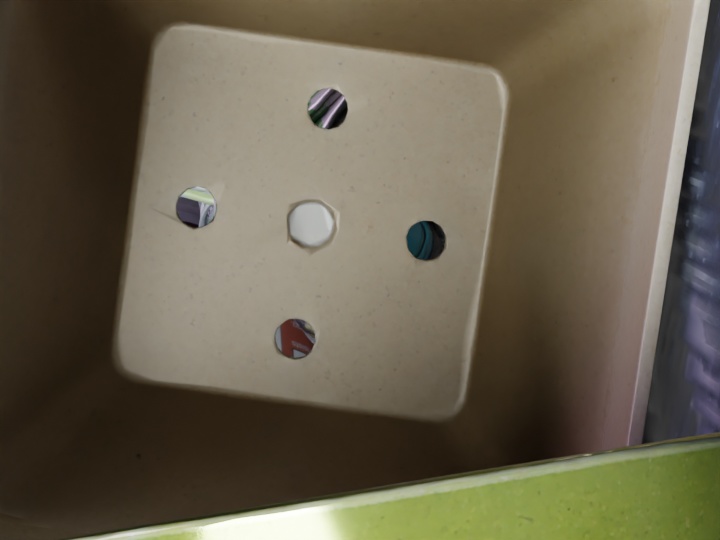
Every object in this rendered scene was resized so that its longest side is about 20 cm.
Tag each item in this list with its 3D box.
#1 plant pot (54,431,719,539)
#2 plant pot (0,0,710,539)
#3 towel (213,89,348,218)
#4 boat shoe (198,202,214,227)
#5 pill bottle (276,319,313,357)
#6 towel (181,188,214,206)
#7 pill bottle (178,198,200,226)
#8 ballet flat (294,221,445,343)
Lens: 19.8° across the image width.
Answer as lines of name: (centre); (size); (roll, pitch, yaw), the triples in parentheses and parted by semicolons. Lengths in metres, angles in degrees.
plant pot: (0.021, 0.148, 0.472); (0.187, 0.187, 0.200); (151, 110, -74)
plant pot: (-0.015, -0.011, 0.658); (0.177, 0.200, 0.200); (-95, 13, -86)
towel: (-0.004, -0.122, 0.849); (0.200, 0.023, 0.153); (-50, 29, 29)
boat shoe: (-0.070, -0.041, 1.137); (0.202, 0.065, 0.075); (-99, 20, -48)
pill bottle: (-0.058, 0.085, 0.916); (0.200, 0.112, 0.112); (-95, 18, -45)
towel: (-0.071, -0.129, 0.968); (0.048, 0.171, 0.200); (-42, -36, -72)
pill bottle: (-0.110, 0.034, 1.167); (0.200, 0.109, 0.110); (-99, 21, -57)
ballet flat: (0.000, 0.000, 0.854); (0.200, 0.072, 0.072); (-114, 33, -66)
